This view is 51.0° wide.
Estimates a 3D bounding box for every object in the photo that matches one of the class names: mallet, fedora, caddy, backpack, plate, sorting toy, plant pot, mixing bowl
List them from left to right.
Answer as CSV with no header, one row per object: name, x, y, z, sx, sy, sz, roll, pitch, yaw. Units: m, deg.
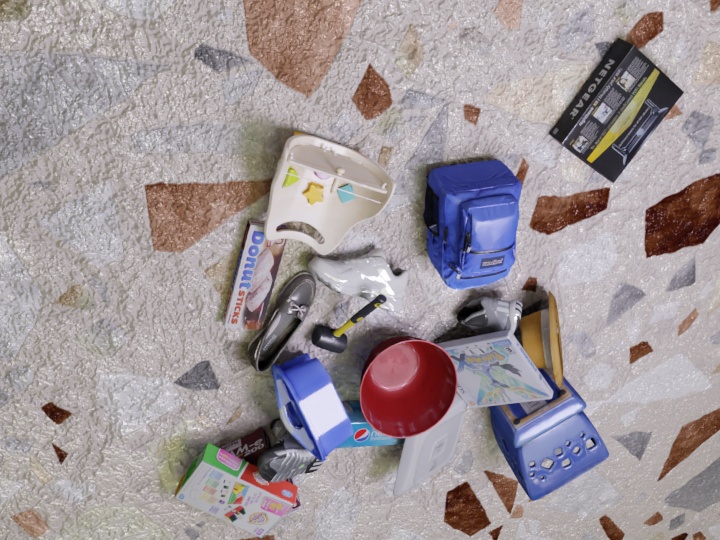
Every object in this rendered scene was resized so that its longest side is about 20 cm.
caddy,-0.099,0.252,1.393,0.103,0.141,0.204,-28,100,-18
sorting toy,-0.074,-0.112,1.232,0.196,0.108,0.183,14,118,-26
mallet,-0.024,0.090,1.357,0.064,0.042,0.200,15,144,-22
mixing bowl,0.080,0.206,1.461,0.195,0.109,0.205,-5,110,-13
plate,0.156,0.365,1.587,0.197,0.032,0.204,-21,131,-44
backpack,0.194,-0.064,1.319,0.158,0.169,0.204,-5,126,-9
fedora,0.358,0.139,1.504,0.080,0.203,0.204,-6,127,16
plant pot,0.382,0.322,1.602,0.197,0.201,0.182,-28,120,-1

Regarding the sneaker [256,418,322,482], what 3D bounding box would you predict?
sneaker,-0.155,0.337,1.453,0.076,0.116,0.199,-51,151,12

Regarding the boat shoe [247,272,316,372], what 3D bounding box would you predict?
boat shoe,-0.135,0.098,1.359,0.066,0.057,0.202,26,108,-30

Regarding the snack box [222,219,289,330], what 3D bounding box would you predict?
snack box,-0.183,0.011,1.309,0.070,0.024,0.204,7,117,-24

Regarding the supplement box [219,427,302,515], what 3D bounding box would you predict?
supplement box,-0.203,0.423,1.527,0.107,0.061,0.203,-24,124,-3

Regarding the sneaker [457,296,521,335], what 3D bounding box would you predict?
sneaker,0.243,0.118,1.505,0.113,0.076,0.203,15,135,4

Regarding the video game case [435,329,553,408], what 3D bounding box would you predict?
video game case,0.254,0.200,1.495,0.197,0.022,0.183,-16,124,40

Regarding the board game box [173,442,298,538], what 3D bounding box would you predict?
board game box,-0.239,0.425,1.447,0.197,0.041,0.154,30,127,-14

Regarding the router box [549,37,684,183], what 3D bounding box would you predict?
router box,0.457,-0.281,1.351,0.155,0.052,0.202,26,108,-30

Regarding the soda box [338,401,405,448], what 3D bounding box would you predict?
soda box,0.025,0.311,1.538,0.195,0.068,0.066,2,119,-21

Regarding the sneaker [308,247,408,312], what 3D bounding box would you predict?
sneaker,0.000,0.000,1.351,0.196,0.078,0.102,20,92,-26
